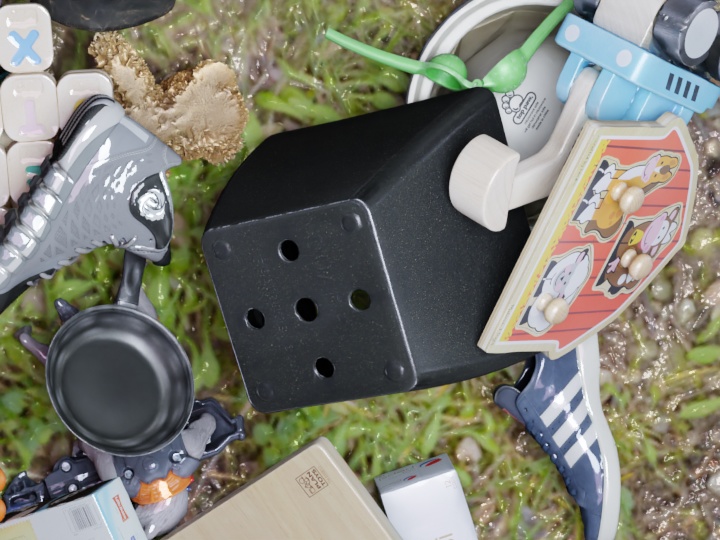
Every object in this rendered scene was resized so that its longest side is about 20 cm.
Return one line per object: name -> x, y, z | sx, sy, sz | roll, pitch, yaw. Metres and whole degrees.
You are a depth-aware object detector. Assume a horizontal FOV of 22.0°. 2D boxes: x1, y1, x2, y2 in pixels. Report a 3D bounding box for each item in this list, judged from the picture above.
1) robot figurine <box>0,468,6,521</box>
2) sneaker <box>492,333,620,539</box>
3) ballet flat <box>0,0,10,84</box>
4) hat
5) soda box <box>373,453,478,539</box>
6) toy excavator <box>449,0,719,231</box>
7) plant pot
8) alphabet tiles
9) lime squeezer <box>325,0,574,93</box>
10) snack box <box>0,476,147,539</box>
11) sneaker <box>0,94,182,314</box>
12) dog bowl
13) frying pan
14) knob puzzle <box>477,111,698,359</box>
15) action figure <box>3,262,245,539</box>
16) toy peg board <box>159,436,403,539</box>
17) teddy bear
robot figurine -> -0.351, 0.126, 1.364 | 0.200, 0.144, 0.117 | 34, 90, 20
sneaker -> 0.148, 0.119, 1.433 | 0.084, 0.075, 0.201 | -9, 86, -4
ballet flat -> -0.285, -0.153, 1.378 | 0.072, 0.072, 0.201 | -14, 124, -2
hat -> -0.185, -0.220, 1.345 | 0.199, 0.201, 0.081 | -3, 118, -3
soda box -> 0.071, 0.250, 1.440 | 0.063, 0.068, 0.201 | -18, 96, -2
toy excavator -> 0.165, -0.112, 1.287 | 0.100, 0.194, 0.201 | 32, 103, 37
plant pot -> 0.000, 0.000, 1.315 | 0.199, 0.177, 0.201 | -10, 101, 28
alphabet tiles -> -0.275, -0.092, 1.326 | 0.199, 0.015, 0.197 | -3, 110, -6
lime squeezer -> 0.077, -0.160, 1.346 | 0.199, 0.038, 0.071 | -11, 96, -1
snack box -> -0.237, 0.235, 1.385 | 0.199, 0.037, 0.117 | -20, 97, 33
sneaker -> -0.196, -0.016, 1.318 | 0.115, 0.075, 0.200 | 32, 102, -19
dog bowl -> 0.130, -0.117, 1.408 | 0.199, 0.074, 0.201 | 0, 96, -3
frying pan -> -0.186, 0.046, 1.346 | 0.114, 0.031, 0.191 | -8, 72, -33
knob puzzle -> 0.183, -0.018, 1.298 | 0.030, 0.219, 0.220 | 37, 93, 31
action figure -> -0.197, 0.119, 1.398 | 0.199, 0.105, 0.194 | -27, 86, -4
toy peg board -> -0.038, 0.240, 1.396 | 0.199, 0.098, 0.200 | -34, 97, 20
teddy bear -> -0.185, -0.105, 1.385 | 0.200, 0.067, 0.145 | -34, 116, -4
